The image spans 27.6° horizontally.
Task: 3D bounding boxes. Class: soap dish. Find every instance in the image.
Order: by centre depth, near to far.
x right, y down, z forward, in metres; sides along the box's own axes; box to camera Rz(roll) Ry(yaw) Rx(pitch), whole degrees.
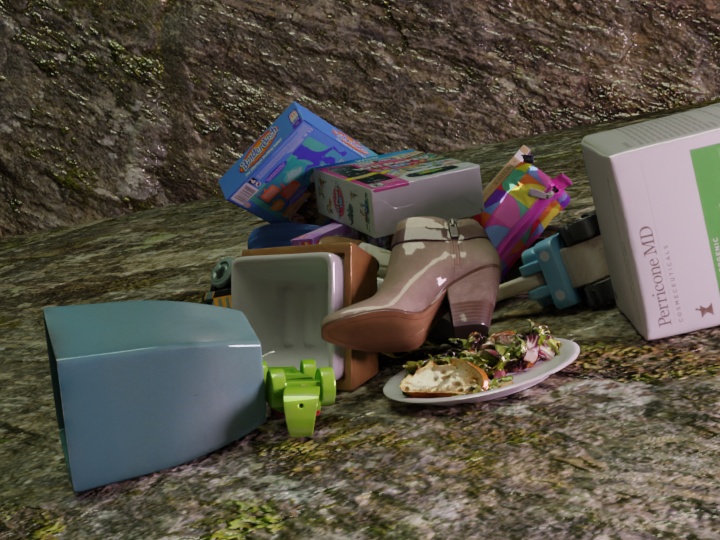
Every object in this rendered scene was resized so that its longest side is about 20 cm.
[{"bbox_3d":[-0.061,0.051,1.640,0.081,0.158,0.200,0,-2,-40],"label":"soap dish"}]

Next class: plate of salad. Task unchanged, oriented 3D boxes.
[{"bbox_3d":[0.118,0.089,1.458,0.200,0.048,0.200,-14,9,2],"label":"plate of salad"}]

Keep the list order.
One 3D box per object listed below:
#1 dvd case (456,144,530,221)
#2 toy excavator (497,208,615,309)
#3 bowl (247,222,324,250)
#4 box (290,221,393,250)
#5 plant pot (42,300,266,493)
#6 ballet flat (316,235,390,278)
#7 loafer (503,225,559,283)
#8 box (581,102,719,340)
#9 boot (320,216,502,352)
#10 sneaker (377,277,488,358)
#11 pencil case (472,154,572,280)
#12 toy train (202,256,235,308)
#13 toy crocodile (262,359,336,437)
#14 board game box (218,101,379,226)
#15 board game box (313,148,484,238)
[{"bbox_3d":[0.150,-0.060,1.890,0.200,0.016,0.149,-49,-14,-11],"label":"dvd case"},{"bbox_3d":[0.205,0.012,1.707,0.200,0.100,0.194,-23,0,37],"label":"toy excavator"},{"bbox_3d":[-0.058,-0.008,1.992,0.200,0.039,0.201,10,-19,4],"label":"bowl"},{"bbox_3d":[0.000,0.000,1.870,0.039,0.137,0.200,-4,13,39],"label":"box"},{"bbox_3d":[-0.201,0.110,1.454,0.200,0.142,0.141,-9,22,-15],"label":"plant pot"},{"bbox_3d":[0.021,0.010,1.754,0.072,0.068,0.200,-11,-33,26],"label":"ballet flat"},{"bbox_3d":[0.208,-0.009,1.873,0.070,0.075,0.200,-33,14,-29],"label":"loafer"},{"bbox_3d":[0.342,-0.056,1.527,0.171,0.199,0.200,-13,9,4],"label":"box"},{"bbox_3d":[0.053,0.009,1.558,0.200,0.070,0.146,0,52,-8],"label":"boot"},{"bbox_3d":[0.056,0.066,1.640,0.200,0.085,0.074,21,-3,40],"label":"sneaker"},{"bbox_3d":[0.172,-0.045,1.802,0.200,0.088,0.088,-50,16,-6],"label":"pencil case"},{"bbox_3d":[-0.135,0.039,1.929,0.200,0.114,0.085,-9,-34,44],"label":"toy train"},{"bbox_3d":[-0.070,0.125,1.492,0.067,0.062,0.200,-1,3,-14],"label":"toy crocodile"},{"bbox_3d":[-0.064,-0.117,1.938,0.152,0.200,0.045,-44,44,17],"label":"board game box"},{"bbox_3d":[0.044,-0.100,1.829,0.147,0.064,0.200,-13,14,-20],"label":"board game box"}]
